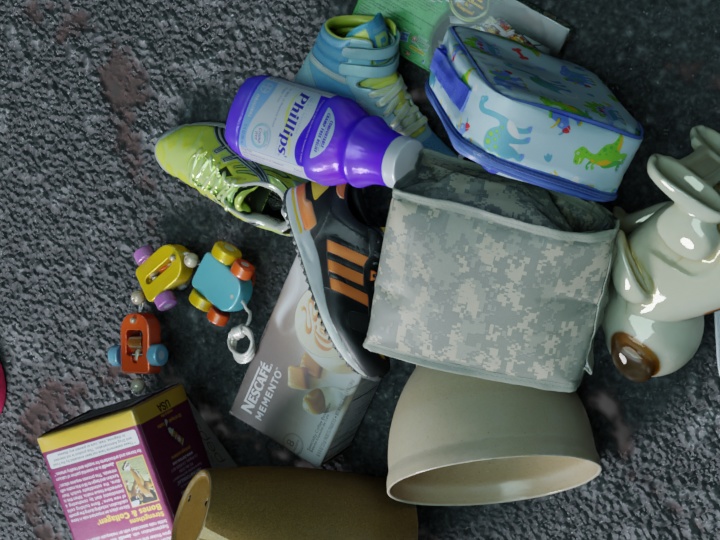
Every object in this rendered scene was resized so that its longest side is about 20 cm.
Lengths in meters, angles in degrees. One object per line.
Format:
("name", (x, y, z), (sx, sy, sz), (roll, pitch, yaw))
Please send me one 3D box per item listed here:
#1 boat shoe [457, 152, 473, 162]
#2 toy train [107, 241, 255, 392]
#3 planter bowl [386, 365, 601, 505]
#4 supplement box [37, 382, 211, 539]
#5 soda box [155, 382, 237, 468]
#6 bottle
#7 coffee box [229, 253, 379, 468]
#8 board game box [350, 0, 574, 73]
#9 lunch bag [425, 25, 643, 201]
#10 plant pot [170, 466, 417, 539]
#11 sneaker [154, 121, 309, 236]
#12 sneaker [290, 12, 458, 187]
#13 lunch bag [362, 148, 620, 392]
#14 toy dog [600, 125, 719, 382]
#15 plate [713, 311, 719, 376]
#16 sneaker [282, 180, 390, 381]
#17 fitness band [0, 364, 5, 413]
("boat shoe", (0.137, -0.034, 1.519), (0.070, 0.072, 0.202), (-12, 112, 33))
("toy train", (-0.173, 0.045, 1.688), (0.199, 0.056, 0.151), (-7, 85, 35))
("planter bowl", (0.118, 0.133, 1.532), (0.199, 0.200, 0.136), (-14, 68, 25))
("supplement box", (-0.221, 0.233, 1.665), (0.130, 0.103, 0.201), (-17, 94, 26))
("soda box", (-0.173, 0.222, 1.734), (0.068, 0.064, 0.200), (-39, 84, 25))
("bottle", (-0.032, -0.121, 1.503), (0.199, 0.065, 0.084), (21, 90, 35))
("coffee box", (-0.034, 0.078, 1.631), (0.114, 0.080, 0.201), (31, 111, 15))
("board game box", (0.092, -0.230, 1.541), (0.199, 0.023, 0.105), (33, 115, 13))
("lunch bag", (0.142, -0.138, 1.414), (0.160, 0.200, 0.083), (16, 112, -18))
("plant pot", (-0.076, 0.266, 1.588), (0.199, 0.187, 0.187), (20, 113, -20))
("sneaker", (-0.124, -0.094, 1.636), (0.199, 0.076, 0.076), (22, 111, 19))
("sneaker", (0.026, -0.163, 1.538), (0.200, 0.080, 0.131), (34, 131, 13))
("lunch bag", (0.120, 0.004, 1.420), (0.199, 0.118, 0.165), (16, 118, 12))
("toy dog", (0.283, 0.004, 1.430), (0.194, 0.140, 0.200), (37, 126, 6))
("plate", (0.409, 0.002, 1.448), (0.199, 0.032, 0.201), (-3, 100, 24))
("sneaker", (0.000, 0.000, 1.523), (0.090, 0.070, 0.201), (-24, 80, 17))
("fitness band", (-0.489, 0.107, 1.864), (0.200, 0.037, 0.144), (43, 112, 9))
